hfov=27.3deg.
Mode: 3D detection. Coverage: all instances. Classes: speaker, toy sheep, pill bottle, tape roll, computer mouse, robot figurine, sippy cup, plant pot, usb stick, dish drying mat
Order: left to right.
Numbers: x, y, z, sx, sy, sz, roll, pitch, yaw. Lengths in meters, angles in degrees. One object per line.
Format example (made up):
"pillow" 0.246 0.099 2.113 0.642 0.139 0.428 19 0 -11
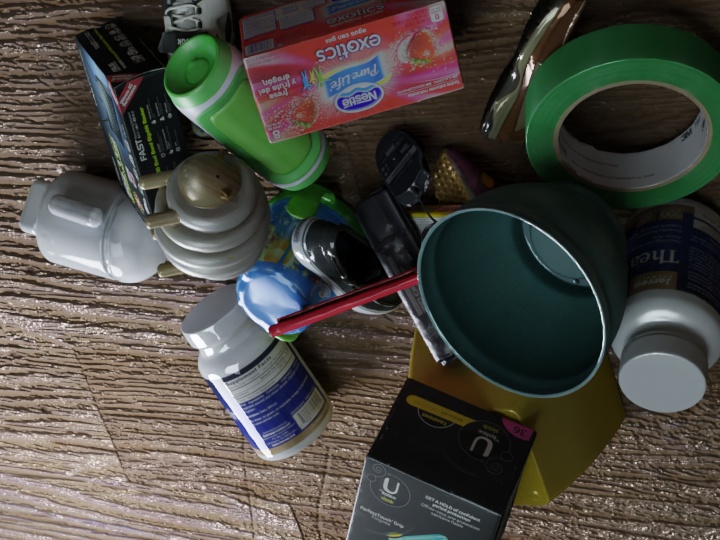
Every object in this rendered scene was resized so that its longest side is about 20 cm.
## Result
"robot figurine" -0.306 -0.052 1.767 0.197 0.115 0.169 14 175 20
"toy sheep" -0.159 -0.052 1.562 0.136 0.139 0.201 21 153 12
"speaker" -0.115 -0.162 1.541 0.087 0.090 0.200 -8 150 33
"pill bottle" -0.128 0.123 1.813 0.115 0.116 0.201 -15 117 37
"sippy cup" -0.073 -0.002 1.670 0.138 0.131 0.179 -9 121 33
"dish drying mat" 0.001 0.026 1.543 0.198 0.077 0.018 -21 87 24
"usb stick" 0.057 0.004 1.580 0.055 0.033 0.202 -32 84 27
"computer mouse" 0.069 -0.073 1.526 0.034 0.201 0.059 18 125 -43
"plant pot" 0.157 0.148 1.634 0.198 0.177 0.202 -3 125 30
"plant pot" 0.172 -0.001 1.396 0.198 0.134 0.202 23 133 27
"tape roll" 0.252 -0.140 1.385 0.197 0.049 0.202 3 143 2
"pill bottle" 0.299 0.034 1.436 0.109 0.201 0.112 9 136 9

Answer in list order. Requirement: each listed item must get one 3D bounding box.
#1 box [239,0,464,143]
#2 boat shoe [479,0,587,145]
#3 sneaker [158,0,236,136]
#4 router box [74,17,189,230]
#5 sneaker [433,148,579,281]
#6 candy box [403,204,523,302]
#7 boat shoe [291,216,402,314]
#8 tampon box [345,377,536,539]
"box" -0.010 -0.210 1.428 0.197 0.103 0.096 -16 123 2
"boat shoe" 0.180 -0.195 1.420 0.073 0.076 0.201 24 141 -2
"sneaker" -0.172 -0.234 1.560 0.073 0.089 0.202 -1 125 22
"router box" -0.242 -0.155 1.629 0.150 0.061 0.202 48 155 51
"sneaker" 0.156 -0.051 1.554 0.201 0.089 0.075 57 157 9
"candy box" 0.098 -0.019 1.561 0.199 0.026 0.103 5 118 62
"boat shoe" 0.000 0.000 1.622 0.056 0.070 0.199 7 163 37
"tampon box" 0.078 0.243 1.543 0.148 0.127 0.202 22 133 10
